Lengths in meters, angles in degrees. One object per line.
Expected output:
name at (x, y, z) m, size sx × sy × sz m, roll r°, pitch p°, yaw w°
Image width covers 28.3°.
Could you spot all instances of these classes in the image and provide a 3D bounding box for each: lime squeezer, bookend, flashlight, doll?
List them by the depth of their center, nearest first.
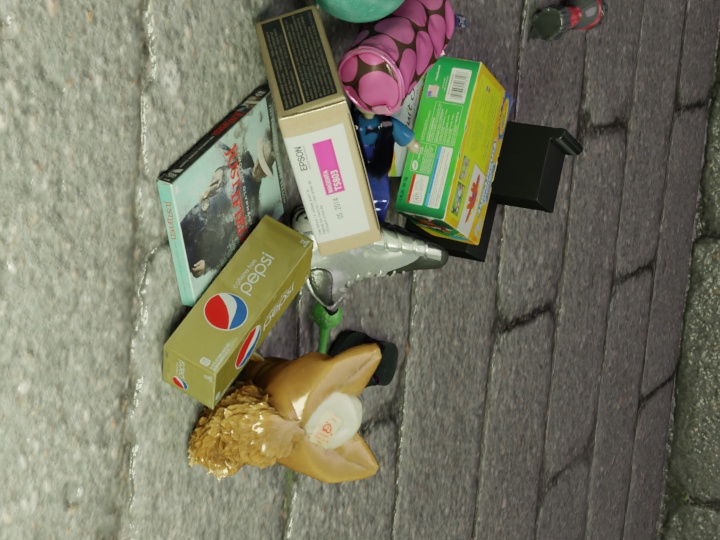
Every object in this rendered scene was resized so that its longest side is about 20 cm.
doll at (0.008, -0.133, 1.671) m, size 0.049 × 0.134 × 0.202 m, roll -118°, pitch -155°, yaw -50°
lime squeezer at (-0.028, 0.034, 1.738) m, size 0.071 × 0.037 × 0.203 m, roll 36°, pitch 66°, yaw -62°
bookend at (0.176, -0.097, 1.927) m, size 0.092 × 0.197 × 0.202 m, roll 24°, pitch 77°, yaw -63°
flashlight at (0.338, -0.411, 2.297) m, size 0.200 × 0.067 × 0.069 m, roll -29°, pitch 126°, yaw -59°

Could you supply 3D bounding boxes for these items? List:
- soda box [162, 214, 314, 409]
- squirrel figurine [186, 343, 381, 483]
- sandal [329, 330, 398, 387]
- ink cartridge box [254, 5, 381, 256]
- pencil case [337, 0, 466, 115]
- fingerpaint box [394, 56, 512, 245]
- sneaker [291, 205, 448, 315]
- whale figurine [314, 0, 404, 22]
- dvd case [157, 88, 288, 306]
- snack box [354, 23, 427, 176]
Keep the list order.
soda box at (-0.124, 0.040, 1.474) m, size 0.201 × 0.063 × 0.068 m, roll -56°, pitch 167°, yaw -34°
squirrel figurine at (-0.093, 0.142, 1.517) m, size 0.198 × 0.186 × 0.144 m, roll -14°, pitch 109°, yaw -27°
sandal at (0.014, 0.117, 1.842) m, size 0.200 × 0.047 × 0.077 m, roll 3°, pitch 97°, yaw -65°
ink cartridge box at (-0.044, -0.144, 1.496) m, size 0.201 × 0.074 × 0.166 m, roll 75°, pitch 0°, yaw -45°
pencil case at (0.045, -0.245, 1.599) m, size 0.200 × 0.090 × 0.095 m, roll -53°, pitch 138°, yaw -50°
fingerpaint box at (0.120, -0.150, 1.818) m, size 0.167 × 0.072 × 0.203 m, roll 24°, pitch 79°, yaw -68°
sneaker at (0.000, 0.000, 1.671) m, size 0.075 × 0.197 × 0.117 m, roll -137°, pitch -118°, yaw -68°
whale figurine at (-0.012, -0.308, 1.513) m, size 0.200 × 0.157 × 0.105 m, roll -66°, pitch 169°, yaw -66°
dvd case at (-0.138, -0.078, 1.483) m, size 0.200 × 0.022 × 0.148 m, roll -51°, pitch 143°, yaw -47°
snack box at (0.046, -0.220, 1.775) m, size 0.142 × 0.052 × 0.203 m, roll -7°, pitch 107°, yaw -63°
